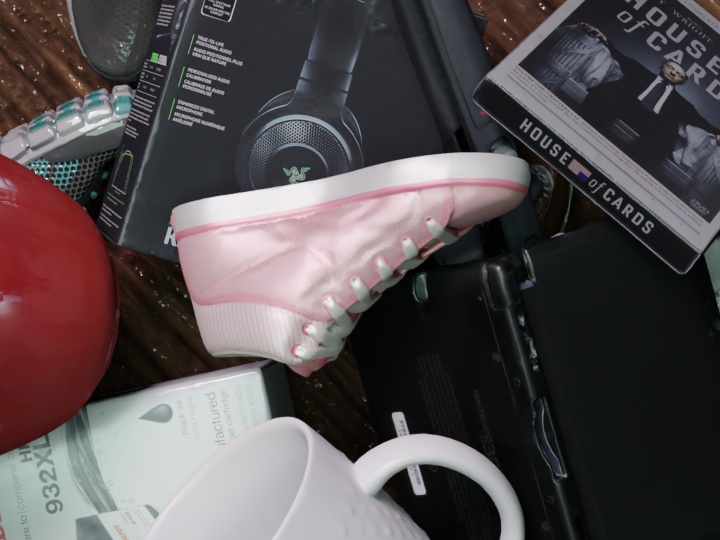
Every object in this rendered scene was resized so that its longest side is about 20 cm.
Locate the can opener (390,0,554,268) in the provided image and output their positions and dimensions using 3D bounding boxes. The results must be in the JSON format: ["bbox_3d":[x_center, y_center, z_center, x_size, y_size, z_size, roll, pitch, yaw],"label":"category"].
[{"bbox_3d":[0.057,-0.088,1.289,0.078,0.063,0.201,-29,117,-33],"label":"can opener"}]

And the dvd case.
[{"bbox_3d":[0.164,-0.095,1.307,0.150,0.200,0.025,40,131,5],"label":"dvd case"}]

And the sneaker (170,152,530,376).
[{"bbox_3d":[0.000,0.000,1.250,0.199,0.075,0.105,-10,81,13],"label":"sneaker"}]

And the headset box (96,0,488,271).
[{"bbox_3d":[-0.039,-0.091,1.348,0.173,0.093,0.201,17,93,-16],"label":"headset box"}]

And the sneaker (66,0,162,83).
[{"bbox_3d":[-0.146,-0.214,1.377,0.075,0.115,0.201,6,91,8],"label":"sneaker"}]

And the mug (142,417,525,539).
[{"bbox_3d":[0.000,0.172,1.258,0.200,0.148,0.175,-44,112,9],"label":"mug"}]

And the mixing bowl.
[{"bbox_3d":[-0.206,0.022,1.324,0.108,0.200,0.201,6,92,-34],"label":"mixing bowl"}]

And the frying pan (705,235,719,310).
[{"bbox_3d":[0.223,-0.020,1.376,0.114,0.031,0.191,12,96,7],"label":"frying pan"}]

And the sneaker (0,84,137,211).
[{"bbox_3d":[-0.191,-0.045,1.418,0.199,0.078,0.091,-25,104,11],"label":"sneaker"}]

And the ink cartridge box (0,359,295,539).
[{"bbox_3d":[-0.133,0.145,1.397,0.199,0.084,0.146,-12,91,8],"label":"ink cartridge box"}]

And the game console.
[{"bbox_3d":[0.109,0.078,1.307,0.175,0.116,0.201,-10,101,39],"label":"game console"}]

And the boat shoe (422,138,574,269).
[{"bbox_3d":[0.077,-0.011,1.374,0.072,0.068,0.201,17,92,8],"label":"boat shoe"}]
